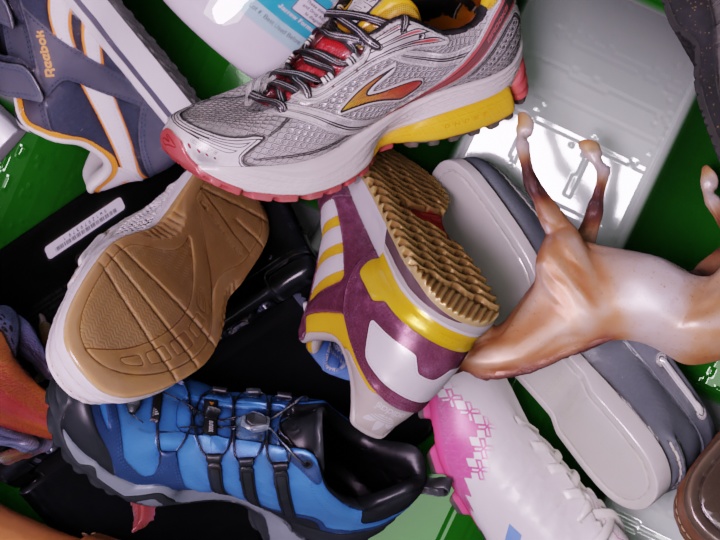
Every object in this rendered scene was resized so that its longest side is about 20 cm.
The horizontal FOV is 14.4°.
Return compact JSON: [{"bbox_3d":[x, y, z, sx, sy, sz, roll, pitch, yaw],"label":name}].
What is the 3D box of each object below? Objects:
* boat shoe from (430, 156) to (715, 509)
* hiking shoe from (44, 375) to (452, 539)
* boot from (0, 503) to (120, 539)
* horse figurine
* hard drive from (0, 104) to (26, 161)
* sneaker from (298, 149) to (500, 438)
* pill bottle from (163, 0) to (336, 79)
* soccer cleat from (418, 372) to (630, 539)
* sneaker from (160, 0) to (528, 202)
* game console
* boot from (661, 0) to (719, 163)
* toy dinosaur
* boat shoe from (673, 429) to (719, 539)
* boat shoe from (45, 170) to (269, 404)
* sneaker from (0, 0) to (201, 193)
[{"bbox_3d":[0.106,0.024,1.429,0.062,0.073,0.200,-29,81,-32],"label":"boat shoe"},{"bbox_3d":[-0.057,0.078,1.376,0.087,0.200,0.074,-34,46,40],"label":"hiking shoe"},{"bbox_3d":[-0.156,0.149,1.405,0.155,0.077,0.200,4,140,30],"label":"boot"},{"bbox_3d":[0.142,-0.001,1.376,0.200,0.050,0.133,9,65,-8],"label":"horse figurine"},{"bbox_3d":[-0.291,-0.094,1.491,0.200,0.027,0.132,44,100,4],"label":"hard drive"},{"bbox_3d":[0.000,0.000,1.373,0.075,0.200,0.090,30,108,-23],"label":"sneaker"},{"bbox_3d":[-0.007,-0.191,1.391,0.111,0.111,0.200,43,101,3],"label":"pill bottle"},{"bbox_3d":[0.095,0.121,1.422,0.086,0.070,0.200,-14,101,26],"label":"soccer cleat"},{"bbox_3d":[-0.010,-0.095,1.345,0.078,0.200,0.082,35,139,42],"label":"sneaker"},{"bbox_3d":[-0.093,0.047,1.475,0.200,0.116,0.176,-33,59,10],"label":"game console"},{"bbox_3d":[0.223,-0.101,1.350,0.131,0.068,0.200,-23,61,13],"label":"boot"},{"bbox_3d":[-0.197,0.023,1.360,0.200,0.181,0.105,22,81,30],"label":"toy dinosaur"},{"bbox_3d":[0.230,0.063,1.398,0.200,0.068,0.072,-37,83,-10],"label":"boat shoe"},{"bbox_3d":[-0.106,0.015,1.342,0.069,0.200,0.071,-28,101,28],"label":"boat shoe"},{"bbox_3d":[-0.154,-0.119,1.390,0.079,0.078,0.200,-33,118,5],"label":"sneaker"}]
